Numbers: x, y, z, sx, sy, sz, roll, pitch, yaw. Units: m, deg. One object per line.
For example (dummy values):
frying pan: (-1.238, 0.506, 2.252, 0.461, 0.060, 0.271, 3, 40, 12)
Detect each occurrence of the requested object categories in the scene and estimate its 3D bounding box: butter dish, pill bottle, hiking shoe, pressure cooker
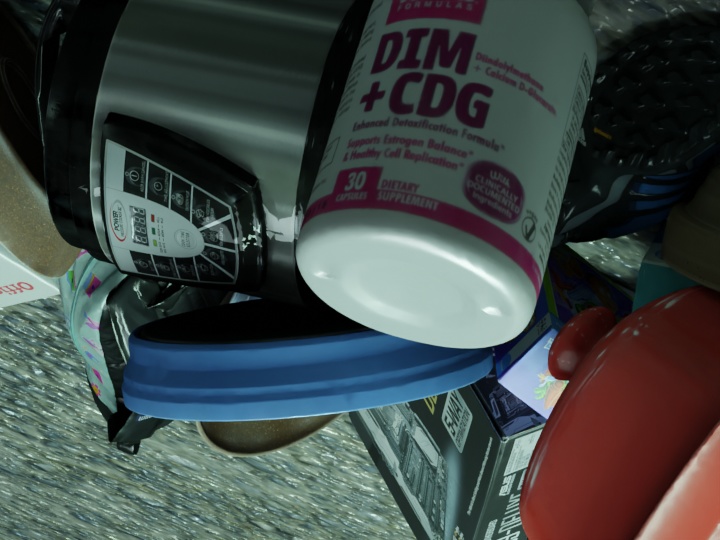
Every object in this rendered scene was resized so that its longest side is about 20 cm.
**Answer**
butter dish: (0.152, 0.077, 0.885, 0.148, 0.199, 0.200, 45, 125, 28)
pill bottle: (0.048, -0.076, 0.851, 0.113, 0.201, 0.114, 14, 156, 6)
hiking shoe: (0.160, -0.073, 0.968, 0.086, 0.075, 0.200, -2, 162, -32)
pressure cooker: (-0.082, -0.077, 0.972, 0.199, 0.177, 0.179, 13, 175, 12)

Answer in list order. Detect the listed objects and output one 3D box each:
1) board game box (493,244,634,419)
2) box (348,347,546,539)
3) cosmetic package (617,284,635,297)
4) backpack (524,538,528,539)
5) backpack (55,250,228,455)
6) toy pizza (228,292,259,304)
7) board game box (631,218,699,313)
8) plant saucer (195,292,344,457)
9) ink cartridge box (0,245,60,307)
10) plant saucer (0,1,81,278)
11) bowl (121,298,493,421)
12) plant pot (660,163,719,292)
board game box: (0.160, 0.071, 1.035, 0.200, 0.135, 0.045, 37, 112, -18)
box: (0.055, 0.089, 1.122, 0.049, 0.158, 0.201, -18, 148, -20)
cosmetic package: (0.101, 0.057, 1.254, 0.101, 0.072, 0.200, 25, 155, -19)
backpack: (0.182, 0.172, 1.179, 0.200, 0.153, 0.176, 41, 156, 0)
backpack: (-0.138, 0.012, 1.219, 0.127, 0.166, 0.200, 46, 164, 27)
toy pizza: (0.000, 0.000, 1.131, 0.199, 0.032, 0.201, -23, 148, -15)
board game box: (0.257, 0.017, 0.995, 0.198, 0.047, 0.151, 11, -164, 13)
plant saucer: (-0.038, 0.037, 1.212, 0.037, 0.200, 0.201, 45, 171, 32)
ink cartridge box: (-0.310, -0.055, 1.282, 0.145, 0.084, 0.200, -11, 143, 46)
plant saucer: (-0.206, -0.093, 1.047, 0.034, 0.201, 0.200, -26, 143, 7)
bowl: (-0.029, 0.041, 0.967, 0.199, 0.040, 0.201, -5, -173, 1)
plant pot: (0.253, -0.033, 0.889, 0.199, 0.093, 0.201, 8, -169, -2)
